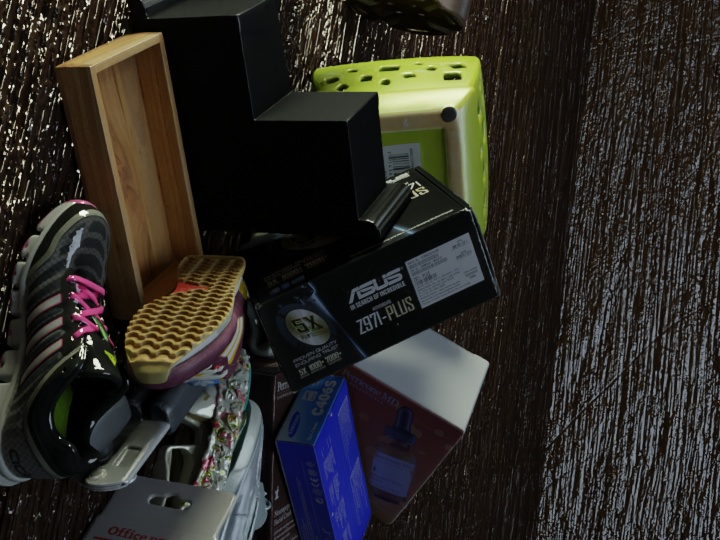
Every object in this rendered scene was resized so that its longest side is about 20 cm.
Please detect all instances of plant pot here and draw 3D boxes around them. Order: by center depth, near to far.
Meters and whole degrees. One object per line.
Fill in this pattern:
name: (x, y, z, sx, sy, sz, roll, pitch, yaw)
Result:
plant pot: (0.043, -0.114, 1.054, 0.182, 0.195, 0.204, -79, 165, -72)
plant pot: (0.074, -0.401, 1.172, 0.200, 0.197, 0.202, 17, 86, -68)

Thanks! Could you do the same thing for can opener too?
can opener: (-0.169, 0.104, 0.805, 0.200, 0.052, 0.068, -54, 141, -54)

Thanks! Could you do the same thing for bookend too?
bookend: (-0.070, -0.140, 0.816, 0.092, 0.195, 0.204, -52, 139, -56)

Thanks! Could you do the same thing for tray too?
tray: (-0.177, -0.074, 0.776, 0.099, 0.036, 0.204, -50, 139, -56)

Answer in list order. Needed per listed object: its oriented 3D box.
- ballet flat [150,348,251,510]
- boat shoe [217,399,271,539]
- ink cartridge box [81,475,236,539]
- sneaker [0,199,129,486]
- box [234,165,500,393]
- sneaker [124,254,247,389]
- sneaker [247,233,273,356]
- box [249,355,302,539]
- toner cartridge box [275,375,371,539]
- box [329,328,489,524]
ballet flat: (-0.144, 0.153, 0.864, 0.064, 0.075, 0.203, 32, 57, -39)
boat shoe: (-0.123, 0.222, 0.905, 0.071, 0.069, 0.204, 29, 71, -39)
ink cartridge box: (-0.172, 0.259, 0.742, 0.201, 0.114, 0.068, -62, 148, -45)
sneaker: (-0.196, 0.051, 0.678, 0.074, 0.086, 0.204, 45, 52, -62)
box: (0.000, 0.000, 0.873, 0.164, 0.197, 0.087, -125, -168, -68)
sneaker: (-0.123, 0.058, 0.754, 0.200, 0.073, 0.092, -68, 159, -68)
sneaker: (-0.083, -0.006, 0.981, 0.099, 0.077, 0.204, -30, 119, -58)
box: (-0.096, 0.192, 0.986, 0.100, 0.073, 0.205, -12, 103, -68)
toner cartridge box: (-0.034, 0.213, 0.999, 0.096, 0.042, 0.203, -64, 151, -50)
box: (0.022, 0.154, 1.068, 0.201, 0.151, 0.107, -61, 179, 43)
